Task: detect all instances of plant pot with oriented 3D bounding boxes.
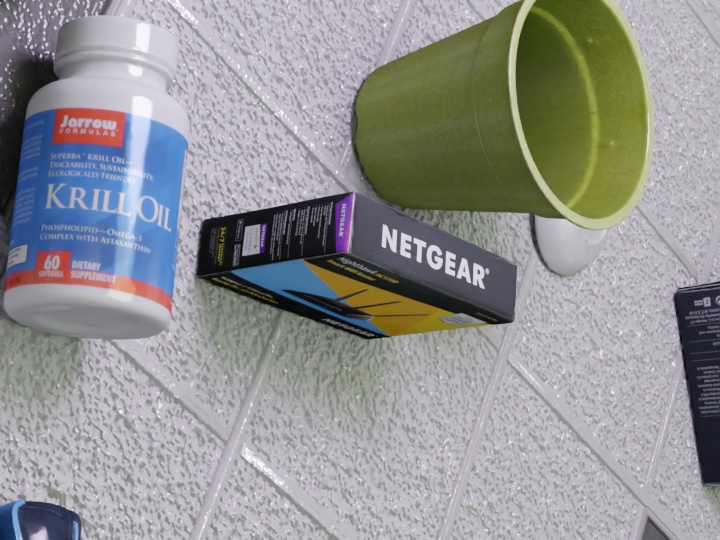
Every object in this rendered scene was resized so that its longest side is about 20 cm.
[{"bbox_3d":[0.104,-0.121,1.664,0.200,0.190,0.201,10,76,-48],"label":"plant pot"}]

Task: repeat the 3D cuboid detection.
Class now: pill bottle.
[{"bbox_3d":[-0.172,-0.062,1.384,0.112,0.112,0.201,20,68,-47],"label":"pill bottle"}]

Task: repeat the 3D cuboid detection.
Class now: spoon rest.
[{"bbox_3d":[0.191,-0.096,1.881,0.099,0.061,0.201,-6,102,-49],"label":"spoon rest"}]

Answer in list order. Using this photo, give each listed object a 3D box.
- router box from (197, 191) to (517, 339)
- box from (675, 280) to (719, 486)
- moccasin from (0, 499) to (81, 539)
[{"bbox_3d":[0.000,0.000,1.551,0.200,0.149,0.051,21,67,-46],"label":"router box"},{"bbox_3d":[0.403,0.103,2.053,0.148,0.104,0.201,-8,91,-51],"label":"box"},{"bbox_3d":[-0.195,0.246,1.326,0.068,0.080,0.201,4,82,-39],"label":"moccasin"}]
